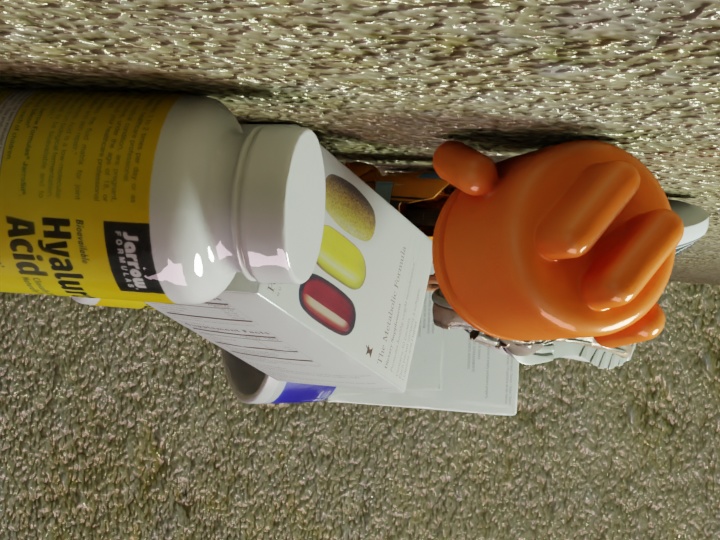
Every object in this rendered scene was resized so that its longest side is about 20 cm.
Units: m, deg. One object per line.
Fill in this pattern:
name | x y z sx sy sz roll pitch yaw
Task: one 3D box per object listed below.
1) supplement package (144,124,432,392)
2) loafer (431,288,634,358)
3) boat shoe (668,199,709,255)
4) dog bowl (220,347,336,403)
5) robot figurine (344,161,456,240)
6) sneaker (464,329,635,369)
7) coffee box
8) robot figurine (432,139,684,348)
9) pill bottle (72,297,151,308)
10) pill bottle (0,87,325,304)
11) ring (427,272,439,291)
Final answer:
supplement package | -0.049 -0.005 1.043 0.109 0.115 0.200 3 162 30
loafer | 0.147 0.045 1.295 0.198 0.064 0.072 -1 -165 -26
boat shoe | 0.186 -0.010 1.252 0.198 0.057 0.069 -15 -151 -26
dog bowl | -0.074 0.028 1.554 0.078 0.202 0.200 1 180 -21
robot figurine | 0.090 -0.044 1.147 0.198 0.059 0.145 4 179 27
sneaker | 0.175 0.044 1.437 0.199 0.077 0.080 7 -177 -42
coffee box | 0.050 0.040 1.690 0.198 0.202 0.198 4 179 -10
robot figurine | 0.113 -0.017 0.972 0.142 0.118 0.200 6 174 -19
pill bottle | -0.218 -0.021 1.515 0.198 0.113 0.111 5 178 -25
pill bottle | -0.123 -0.040 0.858 0.198 0.113 0.111 3 178 14
ring | 0.114 0.004 1.371 0.198 0.019 0.200 -1 177 0
